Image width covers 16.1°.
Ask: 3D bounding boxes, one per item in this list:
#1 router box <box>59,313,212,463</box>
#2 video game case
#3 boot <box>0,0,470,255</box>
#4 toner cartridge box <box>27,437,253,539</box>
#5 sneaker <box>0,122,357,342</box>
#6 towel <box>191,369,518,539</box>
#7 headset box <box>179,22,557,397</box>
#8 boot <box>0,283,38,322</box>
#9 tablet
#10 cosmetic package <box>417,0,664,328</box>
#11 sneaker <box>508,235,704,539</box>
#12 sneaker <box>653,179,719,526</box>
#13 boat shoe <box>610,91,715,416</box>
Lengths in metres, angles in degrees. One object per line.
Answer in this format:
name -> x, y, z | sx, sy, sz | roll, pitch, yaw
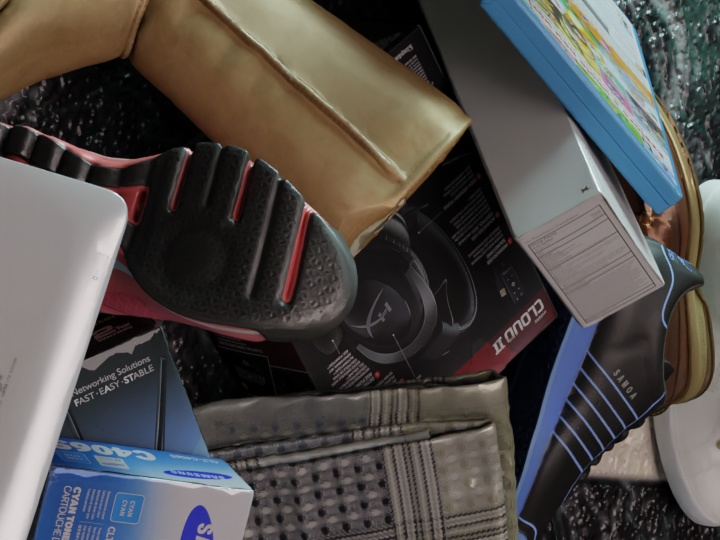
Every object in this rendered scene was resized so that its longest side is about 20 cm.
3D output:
router box -> -0.157, 0.120, 1.126 | 0.199, 0.062, 0.150 | -25, 111, -14
video game case -> 0.101, -0.126, 1.267 | 0.018, 0.200, 0.143 | -35, 114, 16
boot -> -0.073, -0.077, 1.136 | 0.200, 0.066, 0.175 | 42, 67, 0
toner cartridge box -> -0.118, 0.176, 1.098 | 0.095, 0.043, 0.201 | 9, 101, -26
sneaker -> -0.086, -0.013, 1.085 | 0.087, 0.199, 0.074 | 51, 56, -65
towel -> -0.016, 0.149, 1.225 | 0.192, 0.035, 0.201 | -7, 109, -1
headset box -> 0.000, 0.000, 1.266 | 0.149, 0.077, 0.200 | -42, 121, -27
boot -> -0.233, 0.068, 1.037 | 0.200, 0.175, 0.066 | -55, 147, -23
tablet -> -0.180, 0.047, 0.999 | 0.130, 0.014, 0.201 | 16, 78, 3
cosmetic package -> 0.083, -0.073, 1.251 | 0.051, 0.200, 0.083 | -28, 137, 10
sneaker -> 0.116, 0.076, 1.343 | 0.078, 0.070, 0.201 | 15, 107, -21
sneaker -> 0.220, 0.052, 1.448 | 0.073, 0.084, 0.201 | -5, 100, -40
boat shoe -> 0.143, -0.010, 1.384 | 0.067, 0.072, 0.201 | -26, 114, -36
